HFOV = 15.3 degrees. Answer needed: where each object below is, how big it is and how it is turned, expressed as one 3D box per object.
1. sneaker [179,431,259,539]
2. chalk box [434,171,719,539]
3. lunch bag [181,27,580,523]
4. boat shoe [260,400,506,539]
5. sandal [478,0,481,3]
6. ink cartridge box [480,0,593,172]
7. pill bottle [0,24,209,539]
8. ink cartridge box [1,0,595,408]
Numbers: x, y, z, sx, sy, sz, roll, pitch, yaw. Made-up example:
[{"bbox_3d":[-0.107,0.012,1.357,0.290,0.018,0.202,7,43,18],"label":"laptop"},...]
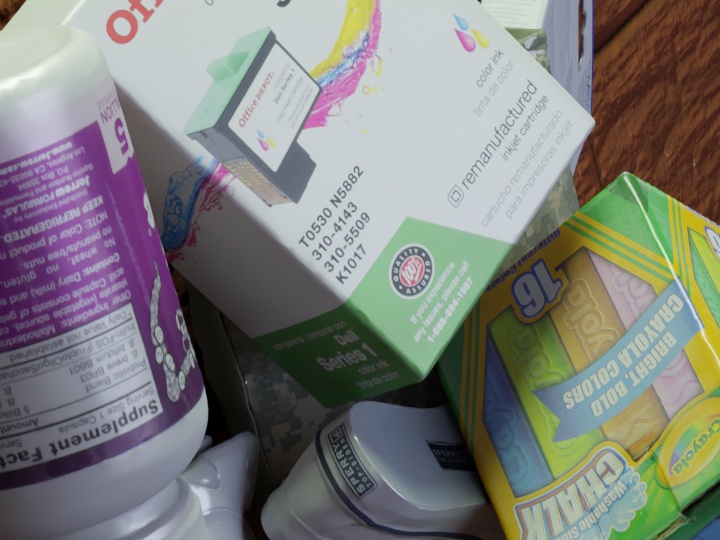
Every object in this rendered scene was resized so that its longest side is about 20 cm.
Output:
[{"bbox_3d":[-0.054,0.129,1.095,0.200,0.075,0.116,25,63,-58],"label":"sneaker"},{"bbox_3d":[0.134,0.085,1.105,0.124,0.124,0.201,27,31,-46],"label":"chalk box"},{"bbox_3d":[0.000,0.000,1.196,0.200,0.117,0.165,-30,115,-36],"label":"lunch bag"},{"bbox_3d":[0.025,0.098,1.127,0.200,0.065,0.074,23,34,-56],"label":"boat shoe"},{"bbox_3d":[0.046,-0.141,1.411,0.080,0.057,0.202,40,44,-57],"label":"sandal"},{"bbox_3d":[0.087,-0.080,1.430,0.200,0.040,0.201,85,18,-48],"label":"ink cartridge box"},{"bbox_3d":[-0.117,0.024,0.945,0.112,0.112,0.201,-47,126,-60],"label":"pill bottle"},{"bbox_3d":[-0.028,-0.068,1.062,0.200,0.084,0.145,44,63,-16],"label":"ink cartridge box"}]
